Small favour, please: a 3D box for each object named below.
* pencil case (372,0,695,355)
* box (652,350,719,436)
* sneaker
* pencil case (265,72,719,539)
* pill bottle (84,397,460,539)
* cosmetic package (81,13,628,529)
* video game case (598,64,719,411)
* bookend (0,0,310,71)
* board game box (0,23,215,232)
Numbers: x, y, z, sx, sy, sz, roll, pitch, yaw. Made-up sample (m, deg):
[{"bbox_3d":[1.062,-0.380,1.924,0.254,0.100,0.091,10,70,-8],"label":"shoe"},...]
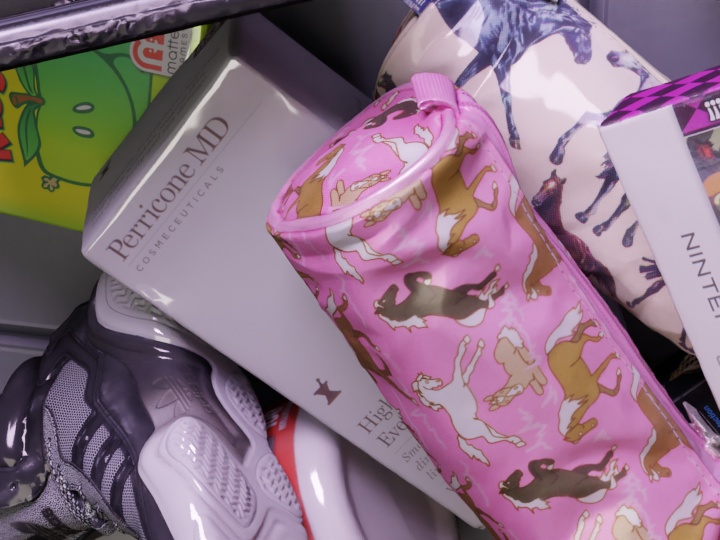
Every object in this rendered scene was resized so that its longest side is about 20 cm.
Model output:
[{"bbox_3d":[0.097,-0.041,0.692,0.200,0.078,0.090,40,124,13],"label":"pencil case"},{"bbox_3d":[0.189,0.117,0.774,0.159,0.046,0.200,-38,98,26],"label":"box"},{"bbox_3d":[-0.091,0.090,0.730,0.114,0.201,0.075,-38,132,14],"label":"sneaker"},{"bbox_3d":[0.052,0.029,0.667,0.201,0.087,0.083,52,158,-20],"label":"pencil case"},{"bbox_3d":[-0.066,0.133,0.813,0.199,0.116,0.117,-25,104,23],"label":"pill bottle"},{"bbox_3d":[0.000,0.000,0.734,0.199,0.074,0.102,34,110,-18],"label":"cosmetic package"},{"bbox_3d":[0.194,0.005,0.576,0.199,0.036,0.183,-16,107,36],"label":"video game case"},{"bbox_3d":[-0.111,-0.172,0.635,0.197,0.092,0.202,-12,97,-3],"label":"bookend"},{"bbox_3d":[-0.154,-0.081,0.785,0.198,0.048,0.103,13,116,10],"label":"board game box"}]
